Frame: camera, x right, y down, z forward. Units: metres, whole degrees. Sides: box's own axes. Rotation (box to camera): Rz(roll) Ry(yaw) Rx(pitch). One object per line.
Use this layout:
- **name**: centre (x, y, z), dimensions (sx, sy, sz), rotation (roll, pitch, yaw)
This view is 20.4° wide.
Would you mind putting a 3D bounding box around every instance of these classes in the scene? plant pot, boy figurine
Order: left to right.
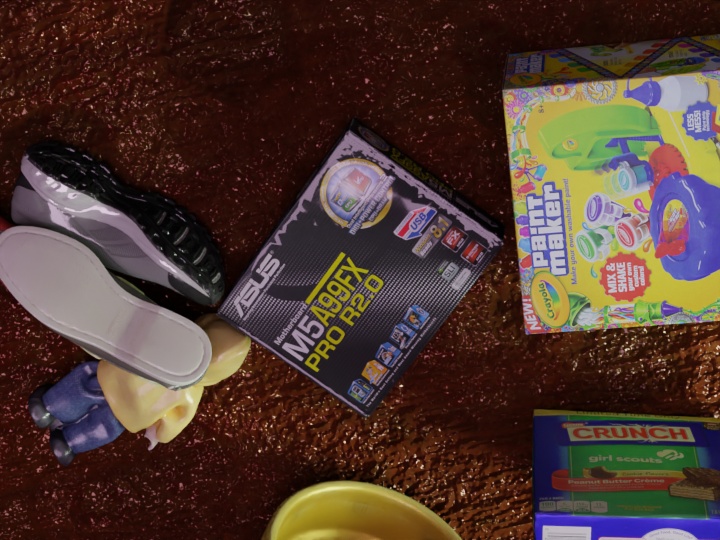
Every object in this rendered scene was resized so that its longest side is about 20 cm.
- **boy figurine**: centre (-0.186, 0.089, 1.702), dimensions (0.199, 0.064, 0.125), rotation (-28, 104, 13)
- **plant pot**: centre (-0.017, 0.315, 1.706), dimensions (0.200, 0.201, 0.190), rotation (23, 125, -3)

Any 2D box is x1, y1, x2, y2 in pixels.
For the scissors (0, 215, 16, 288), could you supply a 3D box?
- **scissors**: centre (-0.334, -0.068, 1.682), dimensions (0.201, 0.014, 0.073), rotation (54, 147, 3)

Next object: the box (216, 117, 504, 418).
- **box**: centre (0.000, 0.000, 1.662), dimensions (0.160, 0.044, 0.200), rotation (35, 109, -7)

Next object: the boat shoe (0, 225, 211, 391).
- **boat shoe**: centre (-0.213, 0.035, 1.632), dimensions (0.201, 0.060, 0.072), rotation (31, 75, 2)

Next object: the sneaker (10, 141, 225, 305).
- **sneaker**: centre (-0.201, -0.028, 1.665), dimensions (0.199, 0.074, 0.080), rotation (31, 119, 1)

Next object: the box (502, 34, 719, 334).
- **box**: centre (0.216, -0.069, 1.577), dimensions (0.191, 0.122, 0.202), rotation (-5, 109, 8)

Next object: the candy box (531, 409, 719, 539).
- **candy box**: centre (0.223, 0.186, 1.624), dimensions (0.168, 0.200, 0.078), rotation (1, 108, 4)
